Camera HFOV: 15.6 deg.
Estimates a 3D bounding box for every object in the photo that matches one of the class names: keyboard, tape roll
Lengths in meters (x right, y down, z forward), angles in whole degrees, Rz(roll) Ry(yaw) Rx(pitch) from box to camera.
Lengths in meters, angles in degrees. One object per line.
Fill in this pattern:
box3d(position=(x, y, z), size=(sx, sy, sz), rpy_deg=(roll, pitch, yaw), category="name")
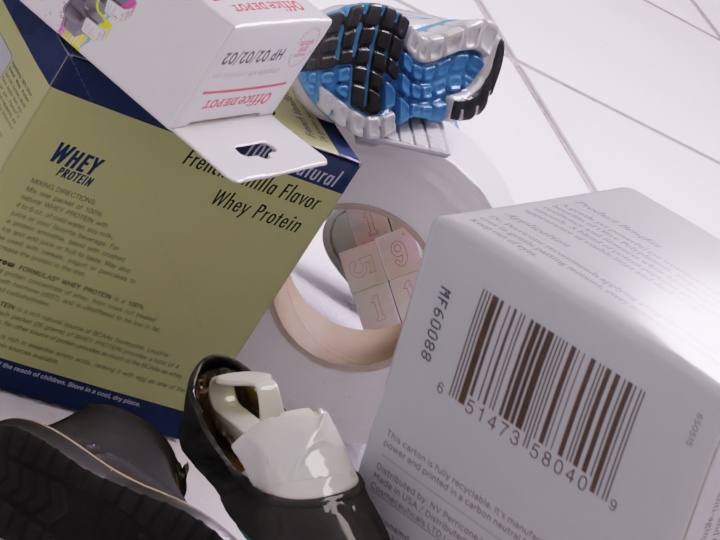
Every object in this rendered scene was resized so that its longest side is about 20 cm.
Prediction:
box3d(position=(0.019, -0.104, 1.563), size=(0.056, 0.011, 0.200), rpy_deg=(7, 20, -6), category="keyboard")
box3d(position=(0.000, 0.000, 1.581), size=(0.202, 0.203, 0.071), rpy_deg=(32, 19, -4), category="tape roll")

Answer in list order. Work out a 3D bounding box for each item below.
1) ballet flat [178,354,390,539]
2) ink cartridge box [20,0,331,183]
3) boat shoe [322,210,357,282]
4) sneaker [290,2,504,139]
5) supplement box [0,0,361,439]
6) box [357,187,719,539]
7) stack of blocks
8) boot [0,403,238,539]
box3d(position=(-0.046, 0.096, 1.337), size=(0.068, 0.069, 0.200), rpy_deg=(-12, 24, -25), category="ballet flat")
box3d(position=(-0.096, -0.136, 1.347), size=(0.200, 0.068, 0.115), rpy_deg=(41, 22, 15), category="ink cartridge box")
box3d(position=(0.058, 0.013, 1.850), size=(0.198, 0.075, 0.066), rpy_deg=(21, -7, -10), category="boat shoe")
box3d(position=(-0.001, -0.119, 1.492), size=(0.086, 0.076, 0.200), rpy_deg=(17, 9, 29), category="sneaker")
box3d(position=(-0.147, -0.044, 1.451), size=(0.199, 0.200, 0.134), rpy_deg=(18, 25, -36), category="supplement box")
box3d(position=(0.131, 0.091, 1.326), size=(0.199, 0.201, 0.171), rpy_deg=(33, 28, 34), category="box")
box3d(position=(0.039, -0.010, 1.723), size=(0.115, 0.058, 0.201), rpy_deg=(-7, 79, -62), category="stack of blocks")
box3d(position=(-0.092, 0.131, 1.331), size=(0.200, 0.078, 0.138), rpy_deg=(39, 15, 10), category="boot")
